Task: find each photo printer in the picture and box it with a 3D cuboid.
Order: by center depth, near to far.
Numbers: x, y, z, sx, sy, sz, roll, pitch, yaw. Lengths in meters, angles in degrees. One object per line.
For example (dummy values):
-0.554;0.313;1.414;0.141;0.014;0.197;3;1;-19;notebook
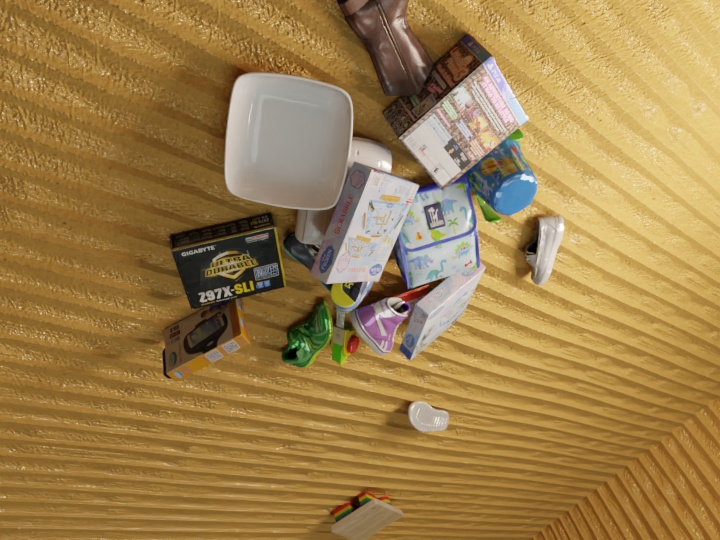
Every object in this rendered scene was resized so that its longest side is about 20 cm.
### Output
-0.032;-0.148;1.068;0.163;0.070;0.203;-2;125;-21;photo printer

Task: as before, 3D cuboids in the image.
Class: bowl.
-0.114;-0.210;0.935;0.195;0.075;0.204;8;108;-6;bowl

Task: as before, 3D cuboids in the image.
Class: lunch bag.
0.148;-0.084;1.182;0.166;0.128;0.203;-16;124;-4;lunch bag

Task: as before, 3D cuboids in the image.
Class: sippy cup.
0.276;-0.183;1.130;0.138;0.131;0.178;-34;134;11;sippy cup

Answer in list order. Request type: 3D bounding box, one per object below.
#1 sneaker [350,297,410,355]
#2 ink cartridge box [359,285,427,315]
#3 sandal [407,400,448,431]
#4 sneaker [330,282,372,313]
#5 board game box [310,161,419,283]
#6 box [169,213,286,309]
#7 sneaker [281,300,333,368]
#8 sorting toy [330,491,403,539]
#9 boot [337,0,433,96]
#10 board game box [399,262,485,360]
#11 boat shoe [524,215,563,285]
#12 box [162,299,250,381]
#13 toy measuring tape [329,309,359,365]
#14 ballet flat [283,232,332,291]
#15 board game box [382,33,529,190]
0.063;0.117;1.219;0.113;0.074;0.201;-27;155;7;sneaker
0.072;0.088;1.283;0.159;0.058;0.200;-19;177;-4;ink cartridge box
0.194;0.443;1.733;0.049;0.084;0.201;-1;157;44;sandal
0.000;0.000;1.184;0.202;0.073;0.083;-56;164;-23;sneaker
0.012;-0.077;1.021;0.199;0.041;0.203;0;115;-62;board game box
-0.252;-0.016;1.125;0.196;0.050;0.162;-13;136;-11;box
-0.122;0.153;1.317;0.082;0.075;0.202;7;128;-33;sneaker
0.018;0.859;2.036;0.199;0.070;0.199;-36;135;12;sorting toy
0.084;-0.384;0.909;0.184;0.065;0.200;-23;134;19;boot
0.185;0.089;1.322;0.199;0.043;0.201;-35;157;-29;board game box
0.425;-0.045;1.371;0.067;0.073;0.202;4;140;3;boat shoe
-0.328;0.140;1.187;0.197;0.120;0.042;-26;136;2;box
-0.035;0.130;1.352;0.072;0.074;0.204;-3;115;-19;toy measuring tape
-0.075;-0.017;1.180;0.073;0.074;0.200;-35;132;12;ballet flat
0.167;-0.275;1.022;0.199;0.098;0.159;-38;134;14;board game box
